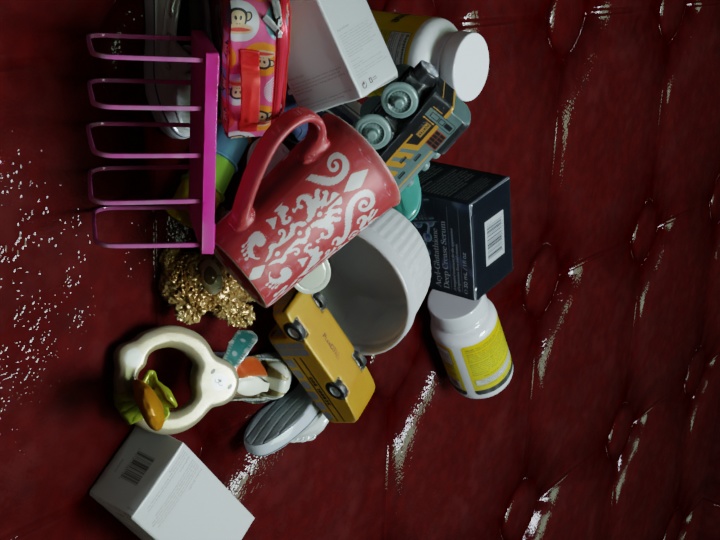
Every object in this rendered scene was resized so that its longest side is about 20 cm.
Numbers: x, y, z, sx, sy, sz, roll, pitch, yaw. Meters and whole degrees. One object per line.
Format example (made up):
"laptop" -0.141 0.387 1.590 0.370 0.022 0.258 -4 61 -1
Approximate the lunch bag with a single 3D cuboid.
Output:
"lunch bag" -0.119 -0.241 1.157 0.201 0.081 0.178 103 -16 -56

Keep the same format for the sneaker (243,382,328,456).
"sneaker" -0.082 0.208 1.489 0.199 0.072 0.072 -36 126 -42

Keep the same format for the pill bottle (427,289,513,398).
"pill bottle" 0.180 0.110 1.784 0.115 0.113 0.201 -53 140 -28

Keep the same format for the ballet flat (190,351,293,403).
"ballet flat" -0.134 0.144 1.398 0.199 0.071 0.073 9 95 -55

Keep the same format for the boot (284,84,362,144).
"boot" -0.054 -0.192 1.389 0.199 0.072 0.091 34 76 -44

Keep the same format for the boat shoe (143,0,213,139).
"boat shoe" -0.194 -0.239 1.173 0.073 0.065 0.202 -31 126 -45

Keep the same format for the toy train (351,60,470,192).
"toy train" 0.045 -0.164 1.334 0.200 0.114 0.086 -47 -165 27

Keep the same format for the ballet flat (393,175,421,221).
"ballet flat" 0.038 -0.149 1.475 0.070 0.067 0.201 47 26 -38

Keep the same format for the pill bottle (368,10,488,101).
"pill bottle" 0.062 -0.275 1.399 0.112 0.198 0.114 -25 122 -48

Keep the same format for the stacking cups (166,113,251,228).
"stacking cups" -0.164 -0.147 1.268 0.061 0.060 0.202 46 60 -51

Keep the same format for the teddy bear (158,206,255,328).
"teddy bear" -0.155 0.001 1.316 0.199 0.066 0.147 14 88 -56

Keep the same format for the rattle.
"rattle" -0.175 0.119 1.233 0.198 0.143 0.132 -1 73 -27

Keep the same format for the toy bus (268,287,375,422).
"toy bus" -0.055 0.110 1.419 0.201 0.078 0.065 57 49 -27

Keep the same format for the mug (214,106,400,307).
"mug" -0.082 -0.080 1.222 0.200 0.133 0.178 -43 111 -11

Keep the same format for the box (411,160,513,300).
"box" 0.107 -0.065 1.542 0.107 0.198 0.150 -34 127 -41

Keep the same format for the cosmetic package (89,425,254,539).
"cosmetic package" -0.224 0.288 1.311 0.108 0.084 0.201 -55 141 -24

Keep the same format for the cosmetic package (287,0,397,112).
"cosmetic package" -0.053 -0.295 1.259 0.081 0.112 0.202 -37 111 -40

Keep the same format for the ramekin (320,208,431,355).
"ramekin" 0.000 0.000 1.428 0.105 0.198 0.202 -48 138 -46

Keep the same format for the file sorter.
"file sorter" -0.215 -0.134 1.096 0.124 0.139 0.203 -1 111 -15

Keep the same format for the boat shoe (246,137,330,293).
"boat shoe" -0.092 -0.071 1.325 0.071 0.060 0.204 -21 109 -4
